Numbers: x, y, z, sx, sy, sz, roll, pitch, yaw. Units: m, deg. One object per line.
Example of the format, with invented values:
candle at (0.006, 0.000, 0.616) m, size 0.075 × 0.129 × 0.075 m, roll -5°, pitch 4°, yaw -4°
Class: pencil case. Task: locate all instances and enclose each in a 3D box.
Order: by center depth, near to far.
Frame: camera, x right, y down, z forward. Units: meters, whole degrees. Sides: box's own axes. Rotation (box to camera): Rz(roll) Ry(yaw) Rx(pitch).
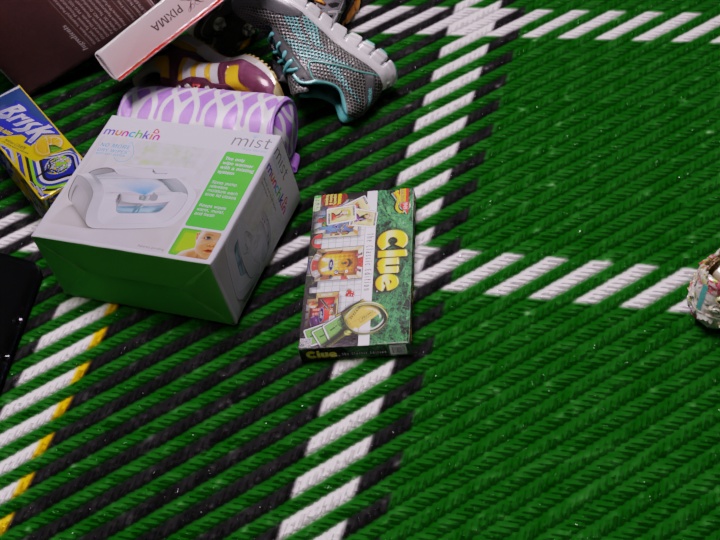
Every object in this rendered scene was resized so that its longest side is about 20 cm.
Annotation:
pencil case at (-0.160, -0.151, 1.261) m, size 0.200 × 0.086 × 0.084 m, roll 9°, pitch 58°, yaw 18°

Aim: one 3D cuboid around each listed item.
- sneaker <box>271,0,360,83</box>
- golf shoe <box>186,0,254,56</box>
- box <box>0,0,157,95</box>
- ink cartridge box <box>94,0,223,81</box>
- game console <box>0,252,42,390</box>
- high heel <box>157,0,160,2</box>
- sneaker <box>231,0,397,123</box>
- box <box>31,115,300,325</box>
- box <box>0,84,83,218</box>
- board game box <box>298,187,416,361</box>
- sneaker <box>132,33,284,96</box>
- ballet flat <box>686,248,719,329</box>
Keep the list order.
sneaker at (-0.058, -0.295, 1.375) m, size 0.078 × 0.077 × 0.200 m, roll 6°, pitch 52°, yaw 15°
golf shoe at (-0.129, -0.343, 1.438) m, size 0.200 × 0.077 × 0.088 m, roll -37°, pitch 44°, yaw -21°
box at (-0.373, -0.353, 1.402) m, size 0.200 × 0.164 × 0.166 m, roll -30°, pitch 48°, yaw 9°
ink cartridge box at (-0.202, -0.283, 1.294) m, size 0.200 × 0.044 × 0.174 m, roll -39°, pitch 14°, yaw -3°
game console at (-0.436, 0.069, 1.167) m, size 0.176 × 0.116 × 0.200 m, roll -25°, pitch 39°, yaw 31°
high heel at (-0.175, -0.382, 1.483) m, size 0.143 × 0.071 × 0.200 m, roll 15°, pitch 47°, yaw 28°
sneaker at (-0.061, -0.234, 1.283) m, size 0.200 × 0.078 × 0.091 m, roll 31°, pitch 74°, yaw 0°
box at (-0.187, -0.053, 1.173) m, size 0.200 × 0.097 × 0.177 m, roll 10°, pitch 53°, yaw 21°
box at (-0.349, -0.119, 1.283) m, size 0.064 × 0.070 × 0.200 m, roll -32°, pitch 50°, yaw -18°
board game box at (0.000, 0.000, 1.133) m, size 0.105 × 0.023 × 0.200 m, roll -3°, pitch 48°, yaw 7°
sneaker at (-0.169, -0.200, 1.320) m, size 0.200 × 0.075 × 0.090 m, roll 25°, pitch 56°, yaw 40°
ballet flat at (0.365, -0.023, 1.044) m, size 0.200 × 0.064 × 0.076 m, roll -40°, pitch 52°, yaw -23°
